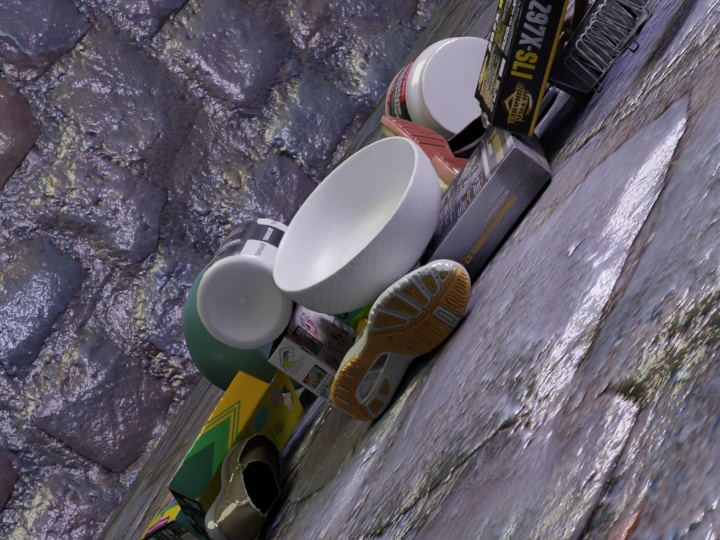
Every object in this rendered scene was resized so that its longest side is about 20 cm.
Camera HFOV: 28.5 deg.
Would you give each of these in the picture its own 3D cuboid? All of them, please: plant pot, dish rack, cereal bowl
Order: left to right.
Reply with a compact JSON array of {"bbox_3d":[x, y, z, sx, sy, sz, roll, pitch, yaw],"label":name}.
[{"bbox_3d":[-0.109,0.066,1.824,0.201,0.200,0.161,-57,20,-16],"label":"plant pot"},{"bbox_3d":[0.008,-0.034,1.434,0.200,0.083,0.201,-38,26,22],"label":"cereal bowl"},{"bbox_3d":[0.255,-0.253,1.363,0.154,0.054,0.200,-58,1,-13],"label":"dish rack"}]

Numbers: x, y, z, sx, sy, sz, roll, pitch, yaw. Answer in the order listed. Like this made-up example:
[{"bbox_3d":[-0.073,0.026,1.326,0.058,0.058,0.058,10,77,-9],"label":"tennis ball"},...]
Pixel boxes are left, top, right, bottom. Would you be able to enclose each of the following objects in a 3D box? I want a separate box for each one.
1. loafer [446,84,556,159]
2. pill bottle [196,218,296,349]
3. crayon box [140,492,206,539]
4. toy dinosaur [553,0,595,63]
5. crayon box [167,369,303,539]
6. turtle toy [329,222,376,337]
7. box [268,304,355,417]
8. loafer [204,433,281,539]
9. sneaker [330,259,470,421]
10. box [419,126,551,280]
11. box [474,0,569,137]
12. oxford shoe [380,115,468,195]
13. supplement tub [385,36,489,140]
[{"bbox_3d":[0.151,-0.165,1.653,0.200,0.063,0.072,-48,10,44],"label":"loafer"},{"bbox_3d":[-0.114,0.005,1.572,0.107,0.106,0.200,-52,7,17],"label":"pill bottle"},{"bbox_3d":[-0.215,0.300,1.953,0.173,0.058,0.200,-58,8,-27],"label":"crayon box"},{"bbox_3d":[0.239,-0.253,1.527,0.102,0.058,0.200,-54,-18,2],"label":"toy dinosaur"},{"bbox_3d":[-0.146,0.213,1.708,0.201,0.050,0.127,-58,-27,-26],"label":"crayon box"},{"bbox_3d":[0.000,0.000,1.591,0.200,0.100,0.147,-93,20,-86],"label":"turtle toy"},{"bbox_3d":[-0.041,0.086,1.589,0.035,0.110,0.200,-52,7,14],"label":"box"},{"bbox_3d":[-0.113,0.240,1.569,0.069,0.075,0.200,-38,16,20],"label":"loafer"},{"bbox_3d":[0.037,0.052,1.373,0.200,0.075,0.088,-50,9,30],"label":"sneaker"},{"bbox_3d":[0.124,-0.071,1.459,0.159,0.048,0.200,-53,8,14],"label":"box"},{"bbox_3d":[0.169,-0.252,1.446,0.160,0.049,0.202,-91,14,-74],"label":"box"},{"bbox_3d":[0.071,-0.119,1.659,0.200,0.070,0.074,51,125,50],"label":"oxford shoe"},{"bbox_3d":[0.116,-0.219,1.817,0.141,0.140,0.200,-56,7,-8],"label":"supplement tub"}]
